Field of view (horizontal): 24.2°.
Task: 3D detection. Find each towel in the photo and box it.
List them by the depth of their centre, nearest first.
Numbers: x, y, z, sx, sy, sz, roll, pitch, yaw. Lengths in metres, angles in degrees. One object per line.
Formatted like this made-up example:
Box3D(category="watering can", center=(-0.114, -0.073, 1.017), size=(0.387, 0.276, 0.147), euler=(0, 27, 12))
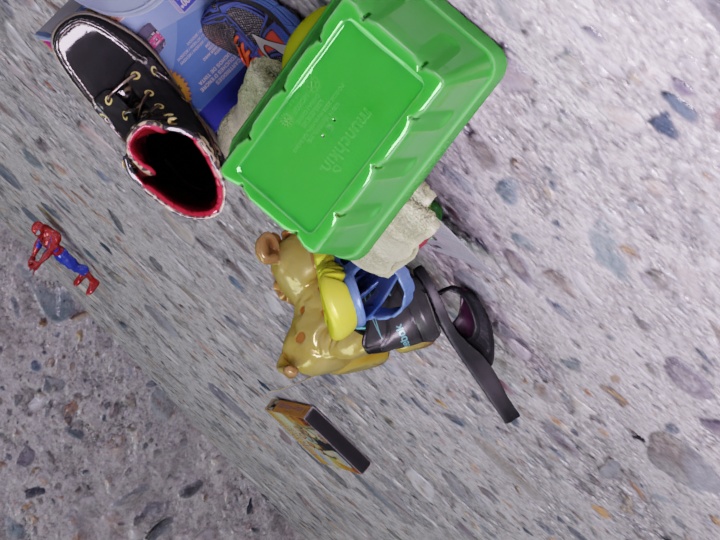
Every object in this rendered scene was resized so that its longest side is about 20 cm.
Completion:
Box3D(category="towel", center=(-0.029, -0.079, 1.367), size=(0.200, 0.037, 0.148), euler=(42, 153, 1))

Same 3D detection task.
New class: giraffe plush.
Box3D(category="giraffe plush", center=(-0.029, 0.023, 1.782), size=(0.173, 0.198, 0.164), euler=(42, -150, -79))

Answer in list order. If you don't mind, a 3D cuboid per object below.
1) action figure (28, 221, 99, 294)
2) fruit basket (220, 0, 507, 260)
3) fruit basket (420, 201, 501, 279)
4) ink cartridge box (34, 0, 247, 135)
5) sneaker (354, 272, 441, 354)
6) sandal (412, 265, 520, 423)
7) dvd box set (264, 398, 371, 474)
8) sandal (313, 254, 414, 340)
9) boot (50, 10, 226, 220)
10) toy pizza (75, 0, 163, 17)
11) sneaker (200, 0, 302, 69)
Box3D(category="action figure", center=(-0.569, -0.010, 3.095), size=(0.065, 0.099, 0.201), euler=(28, 158, 37))
Box3D(category="fruit basket", center=(-0.002, -0.127, 1.234), size=(0.155, 0.216, 0.216), euler=(40, 165, 4))
Box3D(category="fruit basket", center=(0.021, -0.071, 1.512), size=(0.185, 0.094, 0.199), euler=(26, 175, 47))
Box3D(category="ink cartridge box", center=(-0.174, -0.187, 1.519), size=(0.200, 0.137, 0.076), euler=(48, 171, -24))
Box3D(category="sneaker", center=(0.010, 0.010, 1.652), size=(0.076, 0.079, 0.200), euler=(64, 177, -37))
Box3D(category="sandal", center=(0.113, 0.064, 1.679), size=(0.201, 0.048, 0.075), euler=(56, -179, -27))
Box3D(category="dvd box set", center=(-0.074, 0.278, 2.822), size=(0.146, 0.029, 0.200), euler=(46, 164, -16))
Box3D(category="sandal", center=(0.000, 0.000, 1.572), size=(0.200, 0.086, 0.080), euler=(-106, 4, -62))
Box3D(category="boot", center=(-0.181, -0.127, 1.401), size=(0.200, 0.073, 0.151), euler=(50, -175, -17))
Box3D(category="toy pizza", center=(-0.218, -0.307, 1.384), size=(0.199, 0.032, 0.202), euler=(21, 130, 27))
Box3D(category="sneaker", center=(-0.067, -0.172, 1.411), size=(0.199, 0.079, 0.076), euler=(31, 162, 32))
